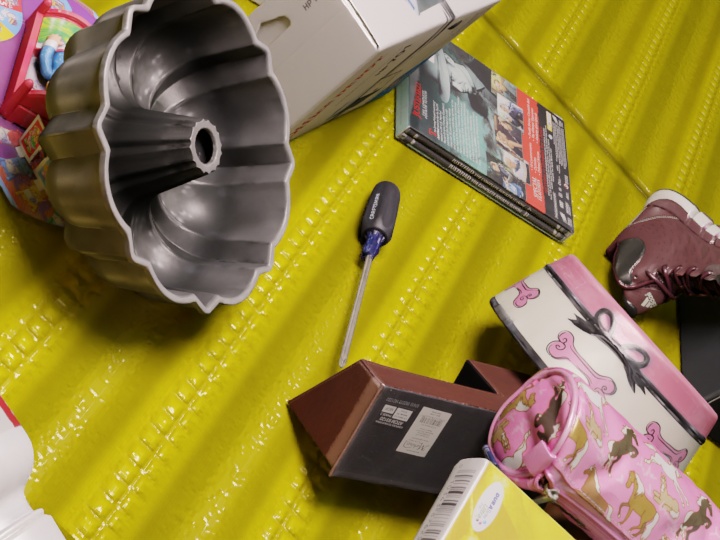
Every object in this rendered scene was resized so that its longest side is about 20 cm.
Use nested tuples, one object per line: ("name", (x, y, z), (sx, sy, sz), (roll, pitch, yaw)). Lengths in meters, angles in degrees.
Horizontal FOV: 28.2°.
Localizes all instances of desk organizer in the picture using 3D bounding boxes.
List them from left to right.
("desk organizer", (0.055, 0.102, 0.974), (0.199, 0.072, 0.077), (17, 22, -39))

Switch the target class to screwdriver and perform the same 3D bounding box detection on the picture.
("screwdriver", (0.000, 0.000, 1.053), (0.029, 0.028, 0.201), (17, 42, 4))

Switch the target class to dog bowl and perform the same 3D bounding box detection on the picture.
("dog bowl", (0.189, 0.073, 1.084), (0.200, 0.074, 0.200), (46, 7, -7))

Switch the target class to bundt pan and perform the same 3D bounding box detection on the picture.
("bundt pan", (-0.125, -0.074, 0.891), (0.201, 0.075, 0.205), (7, 82, -60))

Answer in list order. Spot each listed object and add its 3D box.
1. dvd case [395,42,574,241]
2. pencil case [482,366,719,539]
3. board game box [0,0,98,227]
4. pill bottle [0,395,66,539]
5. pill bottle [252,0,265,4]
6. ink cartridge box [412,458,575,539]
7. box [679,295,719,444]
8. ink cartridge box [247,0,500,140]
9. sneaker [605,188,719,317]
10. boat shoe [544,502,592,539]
("dvd case", (0.112, -0.127, 1.277), (0.199, 0.022, 0.147), (30, 43, -30))
("pencil case", (0.170, 0.150, 0.942), (0.200, 0.083, 0.087), (40, 79, -28))
("board game box", (-0.191, -0.123, 0.933), (0.157, 0.039, 0.201), (-21, 78, -52))
("pill bottle", (-0.228, 0.076, 0.677), (0.201, 0.112, 0.112), (54, 37, 2))
("pill bottle", (-0.025, -0.297, 1.118), (0.108, 0.200, 0.110), (27, 43, -29))
("ink cartridge box", (0.089, 0.255, 0.869), (0.200, 0.047, 0.199), (40, 64, -13))
("box", (0.372, 0.079, 1.344), (0.141, 0.079, 0.201), (37, 40, -24))
("ink cartridge box", (-0.004, -0.182, 1.093), (0.086, 0.146, 0.200), (54, 37, 0))
("sneaker", (0.297, 0.017, 1.275), (0.200, 0.115, 0.076), (41, -15, 44))
("boat shoe", (0.128, 0.213, 0.995), (0.199, 0.070, 0.071), (-14, 109, -47))
